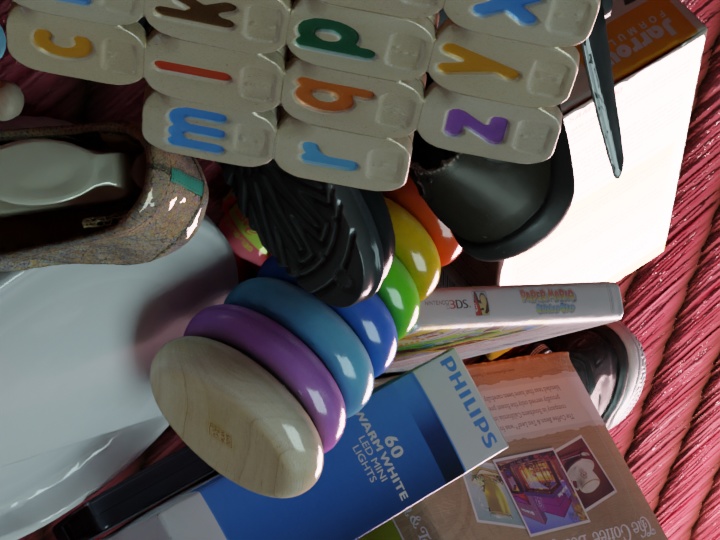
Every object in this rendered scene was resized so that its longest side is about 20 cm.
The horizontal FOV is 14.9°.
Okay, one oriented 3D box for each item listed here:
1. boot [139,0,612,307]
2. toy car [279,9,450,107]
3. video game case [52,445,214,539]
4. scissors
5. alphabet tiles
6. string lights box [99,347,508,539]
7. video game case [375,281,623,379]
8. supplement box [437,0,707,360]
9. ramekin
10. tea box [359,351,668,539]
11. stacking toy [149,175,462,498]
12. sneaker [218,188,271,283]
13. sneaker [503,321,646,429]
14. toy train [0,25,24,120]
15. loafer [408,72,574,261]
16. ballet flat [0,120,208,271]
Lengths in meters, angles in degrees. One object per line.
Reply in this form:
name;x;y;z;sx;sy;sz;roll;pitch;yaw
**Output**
boot;0.028;-0.086;1.178;0.200;0.165;0.066;-23;160;-34
toy car;-0.050;-0.171;0.987;0.200;0.184;0.177;29;70;-25
video game case;-0.077;0.091;1.335;0.143;0.019;0.200;-29;177;-14
scissors;0.084;-0.122;1.113;0.073;0.014;0.200;-27;124;-46
alphabet tiles;-0.023;-0.086;0.919;0.200;0.195;0.015;101;0;-63
string lights box;-0.036;0.111;1.291;0.200;0.059;0.103;-27;177;-40
video game case;0.000;0.037;1.357;0.200;0.023;0.182;-15;172;36
supplement box;0.098;-0.059;1.411;0.126;0.074;0.200;-31;152;-20
ramekin;-0.158;0.024;1.162;0.202;0.094;0.203;-33;152;-20
tea box;0.025;0.154;1.513;0.197;0.134;0.200;-37;162;32
stacking toy;0.000;0.000;1.180;0.200;0.085;0.085;-50;159;-26
sneaker;-0.021;-0.034;1.284;0.090;0.078;0.200;-18;145;-34
sneaker;0.087;0.114;1.665;0.114;0.075;0.200;-5;130;-50
toy train;-0.148;-0.120;0.953;0.150;0.056;0.200;16;149;-35
loafer;0.034;-0.102;1.086;0.073;0.200;0.071;-29;146;19
ballet flat;-0.159;-0.028;1.032;0.200;0.068;0.067;-9;169;6
